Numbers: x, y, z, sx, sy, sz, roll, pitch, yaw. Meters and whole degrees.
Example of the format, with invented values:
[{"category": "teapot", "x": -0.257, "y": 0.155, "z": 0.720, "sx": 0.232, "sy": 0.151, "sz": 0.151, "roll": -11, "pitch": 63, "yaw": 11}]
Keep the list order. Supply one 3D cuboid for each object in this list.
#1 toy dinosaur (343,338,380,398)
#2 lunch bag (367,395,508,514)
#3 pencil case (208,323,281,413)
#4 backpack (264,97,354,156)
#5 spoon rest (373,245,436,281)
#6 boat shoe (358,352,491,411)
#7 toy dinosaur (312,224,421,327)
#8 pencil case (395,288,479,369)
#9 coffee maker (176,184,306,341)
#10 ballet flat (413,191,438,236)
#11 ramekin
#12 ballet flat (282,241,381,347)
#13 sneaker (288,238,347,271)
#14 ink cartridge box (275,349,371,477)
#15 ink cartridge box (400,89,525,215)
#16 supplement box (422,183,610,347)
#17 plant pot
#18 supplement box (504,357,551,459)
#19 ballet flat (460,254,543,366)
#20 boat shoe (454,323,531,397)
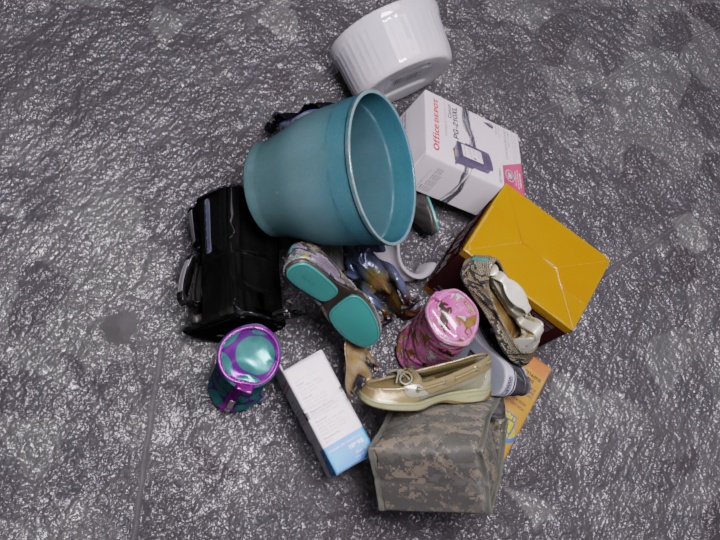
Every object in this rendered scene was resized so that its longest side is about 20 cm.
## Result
[{"category": "toy dinosaur", "x": -0.008, "y": 0.144, "z": 1.143, "sx": 0.057, "sy": 0.102, "sz": 0.201, "roll": -7, "pitch": 35, "yaw": 17}, {"category": "lunch bag", "x": 0.116, "y": 0.243, "z": 1.085, "sx": 0.162, "sy": 0.200, "sz": 0.119, "roll": -5, "pitch": 108, "yaw": 20}, {"category": "pencil case", "x": -0.161, "y": 0.139, "z": 1.058, "sx": 0.084, "sy": 0.200, "sz": 0.094, "roll": 17, "pitch": 67, "yaw": -7}, {"category": "backpack", "x": -0.035, "y": -0.197, "z": 1.210, "sx": 0.197, "sy": 0.190, "sz": 0.157, "roll": -8, "pitch": 88, "yaw": -16}, {"category": "spoon rest", "x": 0.043, "y": -0.051, "z": 1.206, "sx": 0.200, "sy": 0.099, "sz": 0.061, "roll": 46, "pitch": 50, "yaw": -26}, {"category": "boat shoe", "x": 0.092, "y": 0.152, "z": 1.073, "sx": 0.198, "sy": 0.073, "sz": 0.064, "roll": -1, "pitch": 101, "yaw": -16}, {"category": "toy dinosaur", "x": 0.000, "y": 0.000, "z": 1.179, "sx": 0.104, "sy": 0.200, "sz": 0.182, "roll": -35, "pitch": 75, "yaw": -2}, {"category": "pencil case", "x": 0.111, "y": 0.094, "z": 1.141, "sx": 0.085, "sy": 0.200, "sz": 0.084, "roll": 21, "pitch": 67, "yaw": -4}, {"category": "coffee maker", "x": -0.166, "y": -0.012, "z": 1.125, "sx": 0.189, "sy": 0.135, "sz": 0.203, "roll": -9, "pitch": 71, "yaw": 13}, {"category": "ballet flat", "x": 0.072, "y": -0.141, "z": 1.290, "sx": 0.067, "sy": 0.068, "sz": 0.202, "roll": -12, "pitch": 65, "yaw": -7}, {"category": "ramekin", "x": 0.056, "y": -0.357, "z": 1.288, "sx": 0.198, "sy": 0.200, "sz": 0.099, "roll": -22, "pitch": 86, "yaw": -19}, {"category": "ballet flat", "x": -0.034, "y": 0.027, "z": 1.075, "sx": 0.200, "sy": 0.071, "sz": 0.073, "roll": 47, "pitch": 61, "yaw": -35}, {"category": "sneaker", "x": -0.046, "y": -0.016, "z": 1.211, "sx": 0.079, "sy": 0.074, "sz": 0.202, "roll": -19, "pitch": 77, "yaw": -25}, {"category": "ink cartridge box", "x": -0.061, "y": 0.189, "z": 1.110, "sx": 0.066, "sy": 0.116, "sz": 0.202, "roll": -26, "pitch": 80, "yaw": -15}, {"category": "ink cartridge box", "x": 0.164, "y": -0.186, "z": 1.271, "sx": 0.198, "sy": 0.084, "sz": 0.146, "roll": 20, "pitch": 51, "yaw": -23}, {"category": "supplement box", "x": 0.235, "y": 0.008, "z": 1.201, "sx": 0.196, "sy": 0.200, "sz": 0.133, "roll": 36, "pitch": 68, "yaw": 0}, {"category": "plant pot", "x": -0.048, "y": -0.123, "z": 1.044, "sx": 0.186, "sy": 0.200, "sz": 0.203, "roll": -7, "pitch": 67, "yaw": 28}, {"category": "supplement box", "x": 0.218, "y": 0.223, "z": 1.198, "sx": 0.066, "sy": 0.069, "sz": 0.201, "roll": 33, "pitch": 71, "yaw": 0}, {"category": "ballet flat", "x": 0.211, "y": 0.061, "z": 1.073, "sx": 0.068, "sy": 0.075, "sz": 0.201, "roll": -48, "pitch": 117, "yaw": -29}, {"category": "boat shoe", "x": 0.193, "y": 0.124, "z": 1.186, "sx": 0.067, "sy": 0.199, "sz": 0.074, "roll": 12, "pitch": 107, "yaw": -31}]
